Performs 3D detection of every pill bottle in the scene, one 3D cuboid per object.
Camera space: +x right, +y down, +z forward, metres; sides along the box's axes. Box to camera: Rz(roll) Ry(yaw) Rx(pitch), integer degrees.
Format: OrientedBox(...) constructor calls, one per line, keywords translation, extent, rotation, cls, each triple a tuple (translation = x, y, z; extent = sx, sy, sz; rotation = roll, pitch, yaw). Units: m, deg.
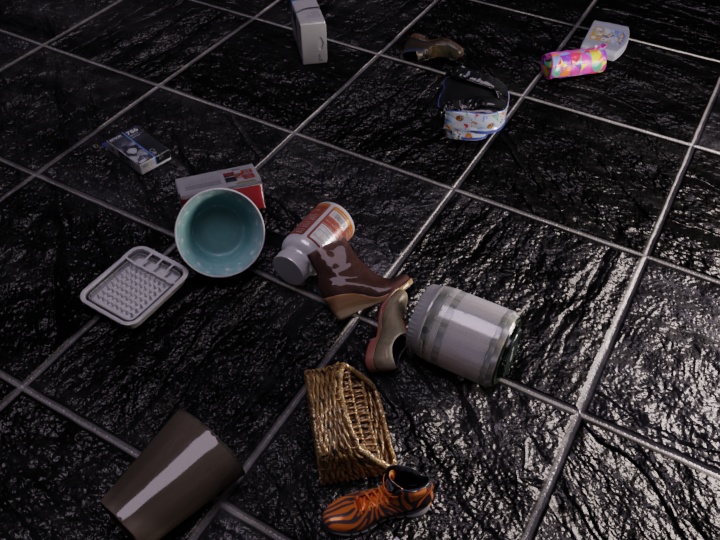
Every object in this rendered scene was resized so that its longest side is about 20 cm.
OrientedBox(translation=(-0.109, -0.060, 1.677), extent=(0.112, 0.112, 0.200), rotation=(24, 51, 22), cls="pill bottle")

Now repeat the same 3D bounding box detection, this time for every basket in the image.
OrientedBox(translation=(-0.332, 0.367, 1.258), extent=(0.180, 0.136, 0.200), rotation=(28, 56, 29), cls="basket")
OrientedBox(translation=(-0.019, 0.268, 1.339), extent=(0.149, 0.143, 0.200), rotation=(-8, 47, -6), cls="basket")

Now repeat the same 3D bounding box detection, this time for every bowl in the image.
OrientedBox(translation=(-0.323, -0.090, 1.673), extent=(0.200, 0.201, 0.105), rotation=(-12, 10, -11), cls="bowl")

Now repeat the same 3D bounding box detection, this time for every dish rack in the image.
OrientedBox(translation=(-0.500, 0.042, 1.628), extent=(0.171, 0.044, 0.200), rotation=(25, 51, 21), cls="dish rack")

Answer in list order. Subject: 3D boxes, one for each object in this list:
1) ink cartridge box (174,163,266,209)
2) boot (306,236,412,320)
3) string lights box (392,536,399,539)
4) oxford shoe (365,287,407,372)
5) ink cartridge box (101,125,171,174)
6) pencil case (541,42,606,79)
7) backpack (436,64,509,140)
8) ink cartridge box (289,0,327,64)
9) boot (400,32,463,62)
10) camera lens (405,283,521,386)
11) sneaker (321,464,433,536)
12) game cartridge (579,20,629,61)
OrientedBox(translation=(-0.340, -0.182, 1.777), extent=(0.200, 0.084, 0.176), rotation=(-13, 26, -12), cls="ink cartridge box")
OrientedBox(translation=(0.000, 0.000, 1.596), extent=(0.200, 0.072, 0.167), rotation=(-23, 88, -12), cls="boot")
OrientedBox(translation=(0.070, 0.463, 0.949), extent=(0.103, 0.059, 0.200), rotation=(-27, 53, -27), cls="string lights box")
OrientedBox(translation=(0.075, 0.124, 1.511), extent=(0.075, 0.070, 0.200), rotation=(-3, 55, 32), cls="oxford shoe")
OrientedBox(translation=(-0.620, -0.340, 1.999), extent=(0.200, 0.039, 0.099), rotation=(33, 55, 29), cls="ink cartridge box")
OrientedBox(translation=(0.663, -0.648, 2.261), extent=(0.200, 0.088, 0.088), rotation=(-13, 47, -11), cls="pencil case")
OrientedBox(translation=(0.315, -0.451, 2.026), extent=(0.190, 0.154, 0.200), rotation=(6, 54, 15), cls="backpack")
OrientedBox(translation=(-0.167, -0.778, 2.344), extent=(0.084, 0.145, 0.200), rotation=(-10, 47, -9), cls="ink cartridge box")
OrientedBox(translation=(0.224, -0.690, 2.321), extent=(0.200, 0.075, 0.097), rotation=(22, 61, 29), cls="boot")
OrientedBox(translation=(0.211, 0.129, 1.460), extent=(0.200, 0.160, 0.160), rotation=(22, 50, 20), cls="camera lens")
OrientedBox(translation=(0.029, 0.384, 1.248), extent=(0.200, 0.112, 0.078), rotation=(-13, 47, -12), cls="sneaker")
OrientedBox(translation=(0.811, -0.759, 2.400), extent=(0.133, 0.042, 0.200), rotation=(16, 48, 20), cls="game cartridge")
